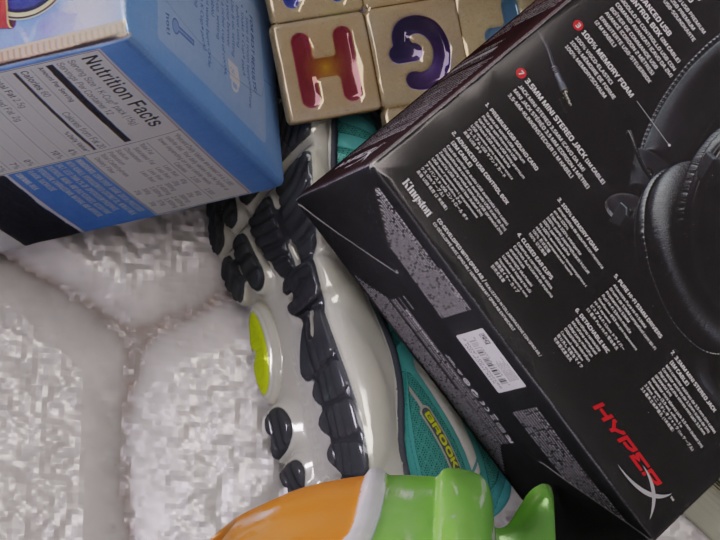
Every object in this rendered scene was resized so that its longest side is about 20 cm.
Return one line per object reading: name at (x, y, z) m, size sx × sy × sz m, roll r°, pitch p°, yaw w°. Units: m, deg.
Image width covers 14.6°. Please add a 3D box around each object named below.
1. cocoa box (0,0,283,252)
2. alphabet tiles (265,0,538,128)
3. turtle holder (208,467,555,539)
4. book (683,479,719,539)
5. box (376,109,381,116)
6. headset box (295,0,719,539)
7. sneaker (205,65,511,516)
cocoa box at (-0.111, -0.126, 0.927) m, size 0.130 × 0.133 × 0.201 m, roll -12°, pitch 67°, yaw 17°
alphabet tiles at (0.039, -0.128, 0.949) m, size 0.166 × 0.006 × 0.201 m, roll -11°, pitch 90°, yaw -22°
turtle holder at (-0.001, 0.152, 0.869) m, size 0.131 × 0.186 × 0.141 m, roll -3°, pitch 33°, yaw 3°
book at (0.174, 0.050, 0.985) m, size 0.200 × 0.048 × 0.134 m, roll 41°, pitch 65°, yaw 11°
box at (0.055, -0.122, 1.026) m, size 0.158 × 0.050 × 0.200 m, roll -38°, pitch 79°, yaw -22°
headset box at (0.104, -0.030, 0.919) m, size 0.200 × 0.077 × 0.149 m, roll -41°, pitch 98°, yaw -21°
sneaker at (0.000, 0.000, 0.965) m, size 0.079 × 0.077 × 0.201 m, roll -2°, pitch 72°, yaw -33°
